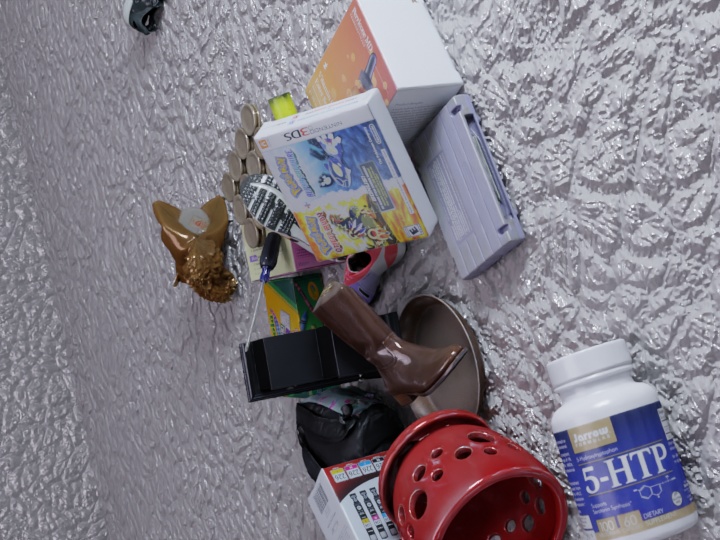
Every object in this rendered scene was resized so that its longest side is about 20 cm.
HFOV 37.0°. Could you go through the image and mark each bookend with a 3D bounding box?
[{"bbox_3d":[-0.058,0.129,1.577,0.200,0.195,0.094,158,102,-70],"label":"bookend"}]

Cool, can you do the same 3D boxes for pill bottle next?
[{"bbox_3d":[0.269,0.183,1.138,0.119,0.118,0.203,-35,70,58],"label":"pill bottle"}]

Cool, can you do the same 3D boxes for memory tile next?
[{"bbox_3d":[-0.170,-0.147,1.708,0.155,0.017,0.201,60,144,30],"label":"memory tile"}]

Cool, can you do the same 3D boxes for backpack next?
[{"bbox_3d":[-0.015,0.258,1.648,0.199,0.125,0.170,17,112,55],"label":"backpack"}]

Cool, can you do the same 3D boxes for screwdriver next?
[{"bbox_3d":[-0.152,0.033,1.633,0.029,0.027,0.203,136,149,-63],"label":"screwdriver"}]

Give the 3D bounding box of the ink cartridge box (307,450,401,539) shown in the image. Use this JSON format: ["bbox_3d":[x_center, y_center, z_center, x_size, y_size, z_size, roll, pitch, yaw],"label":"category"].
[{"bbox_3d":[0.056,0.343,1.478,0.177,0.197,0.085,58,143,32],"label":"ink cartridge box"}]

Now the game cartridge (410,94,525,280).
[{"bbox_3d":[0.134,-0.103,1.371,0.130,0.038,0.203,-47,59,59],"label":"game cartridge"}]

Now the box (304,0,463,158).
[{"bbox_3d":[0.026,-0.246,1.439,0.154,0.105,0.200,67,148,21],"label":"box"}]

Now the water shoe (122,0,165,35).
[{"bbox_3d":[-0.422,-0.571,2.175,0.079,0.071,0.201,37,135,12],"label":"water shoe"}]

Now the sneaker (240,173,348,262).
[{"bbox_3d":[-0.099,-0.072,1.626,0.198,0.074,0.080,35,170,-5],"label":"sneaker"}]

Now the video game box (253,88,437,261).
[{"bbox_3d":[-0.019,-0.119,1.398,0.180,0.047,0.202,-11,119,33],"label":"video game box"}]

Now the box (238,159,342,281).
[{"bbox_3d":[-0.121,-0.096,1.752,0.175,0.095,0.204,-12,90,60],"label":"box"}]

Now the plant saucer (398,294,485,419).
[{"bbox_3d":[0.114,0.131,1.480,0.199,0.032,0.204,26,120,56],"label":"plant saucer"}]

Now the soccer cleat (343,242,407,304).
[{"bbox_3d":[0.000,0.000,1.593,0.069,0.072,0.200,65,147,21],"label":"soccer cleat"}]

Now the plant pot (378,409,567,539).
[{"bbox_3d":[0.131,0.284,1.341,0.183,0.197,0.204,-134,43,-55],"label":"plant pot"}]

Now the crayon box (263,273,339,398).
[{"bbox_3d":[-0.101,0.111,1.818,0.118,0.057,0.204,-8,92,60],"label":"crayon box"}]

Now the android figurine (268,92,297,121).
[{"bbox_3d":[-0.077,-0.155,1.530,0.182,0.040,0.203,-99,-14,-82],"label":"android figurine"}]

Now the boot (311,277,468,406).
[{"bbox_3d":[0.031,0.078,1.426,0.200,0.064,0.186,48,142,0],"label":"boot"}]

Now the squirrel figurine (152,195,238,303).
[{"bbox_3d":[-0.319,-0.019,2.087,0.202,0.139,0.188,64,153,29],"label":"squirrel figurine"}]
